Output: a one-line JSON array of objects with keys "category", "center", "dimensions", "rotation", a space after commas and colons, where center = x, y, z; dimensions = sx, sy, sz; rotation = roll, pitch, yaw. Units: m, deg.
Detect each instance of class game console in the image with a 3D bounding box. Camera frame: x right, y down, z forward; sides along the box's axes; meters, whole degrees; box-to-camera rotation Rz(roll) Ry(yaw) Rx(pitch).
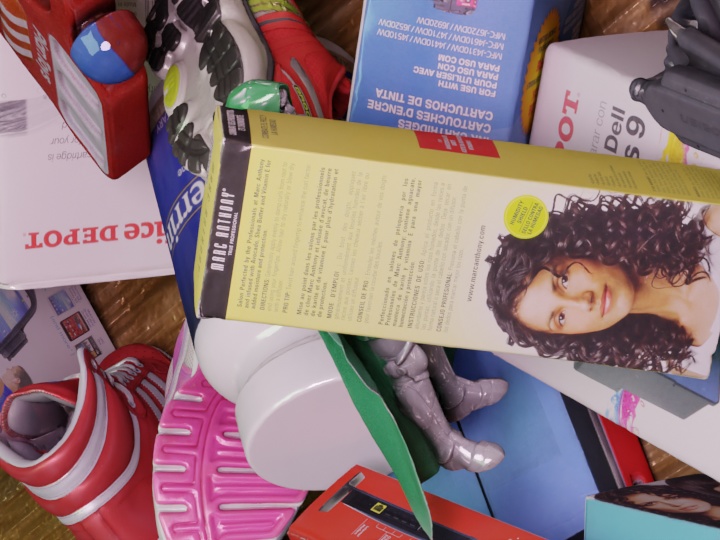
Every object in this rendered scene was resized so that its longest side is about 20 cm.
[{"category": "game console", "center": [0.059, 0.083, 1.213], "dimensions": [0.177, 0.031, 0.201], "rotation": [-35, 69, 45]}]

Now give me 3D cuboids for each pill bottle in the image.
[{"category": "pill bottle", "center": [-0.029, -0.005, 1.201], "dimensions": [0.116, 0.115, 0.201], "rotation": [-52, 43, 39]}]

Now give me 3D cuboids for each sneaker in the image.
[{"category": "sneaker", "center": [-0.138, 0.071, 1.323], "dimensions": [0.071, 0.113, 0.200], "rotation": [-35, 27, 11]}, {"category": "sneaker", "center": [-0.060, 0.072, 1.281], "dimensions": [0.088, 0.081, 0.201], "rotation": [107, 175, -55]}, {"category": "sneaker", "center": [-0.045, -0.093, 1.158], "dimensions": [0.077, 0.085, 0.200], "rotation": [-49, 30, 30]}]

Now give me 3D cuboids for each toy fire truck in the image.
[{"category": "toy fire truck", "center": [-0.147, -0.139, 1.148], "dimensions": [0.168, 0.112, 0.200], "rotation": [51, 164, 11]}]

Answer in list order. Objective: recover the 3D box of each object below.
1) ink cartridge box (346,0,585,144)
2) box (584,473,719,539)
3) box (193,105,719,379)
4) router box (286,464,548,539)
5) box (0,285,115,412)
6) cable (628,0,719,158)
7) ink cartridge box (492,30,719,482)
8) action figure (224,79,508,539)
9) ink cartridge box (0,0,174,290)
[{"category": "ink cartridge box", "center": [0.050, -0.108, 1.104], "dimensions": [0.076, 0.136, 0.201], "rotation": [15, 110, 12]}, {"category": "box", "center": [0.189, 0.125, 1.033], "dimensions": [0.200, 0.082, 0.049], "rotation": [9, 101, 47]}, {"category": "box", "center": [0.039, -0.011, 0.970], "dimensions": [0.050, 0.199, 0.076], "rotation": [-99, 17, -68]}, {"category": "router box", "center": [0.074, 0.193, 1.125], "dimensions": [0.179, 0.049, 0.200], "rotation": [17, 140, 46]}, {"category": "box", "center": [-0.203, 0.024, 1.381], "dimensions": [0.041, 0.200, 0.119], "rotation": [-26, 94, 28]}, {"category": "cable", "center": [0.202, -0.093, 0.949], "dimensions": [0.200, 0.163, 0.051], "rotation": [25, 158, 51]}, {"category": "ink cartridge box", "center": [0.158, 0.001, 1.046], "dimensions": [0.200, 0.087, 0.146], "rotation": [31, 119, 44]}, {"category": "action figure", "center": [0.000, 0.000, 1.046], "dimensions": [0.055, 0.200, 0.118], "rotation": [-21, 36, 19]}, {"category": "ink cartridge box", "center": [-0.146, -0.099, 1.326], "dimensions": [0.083, 0.146, 0.201], "rotation": [10, 103, 53]}]
